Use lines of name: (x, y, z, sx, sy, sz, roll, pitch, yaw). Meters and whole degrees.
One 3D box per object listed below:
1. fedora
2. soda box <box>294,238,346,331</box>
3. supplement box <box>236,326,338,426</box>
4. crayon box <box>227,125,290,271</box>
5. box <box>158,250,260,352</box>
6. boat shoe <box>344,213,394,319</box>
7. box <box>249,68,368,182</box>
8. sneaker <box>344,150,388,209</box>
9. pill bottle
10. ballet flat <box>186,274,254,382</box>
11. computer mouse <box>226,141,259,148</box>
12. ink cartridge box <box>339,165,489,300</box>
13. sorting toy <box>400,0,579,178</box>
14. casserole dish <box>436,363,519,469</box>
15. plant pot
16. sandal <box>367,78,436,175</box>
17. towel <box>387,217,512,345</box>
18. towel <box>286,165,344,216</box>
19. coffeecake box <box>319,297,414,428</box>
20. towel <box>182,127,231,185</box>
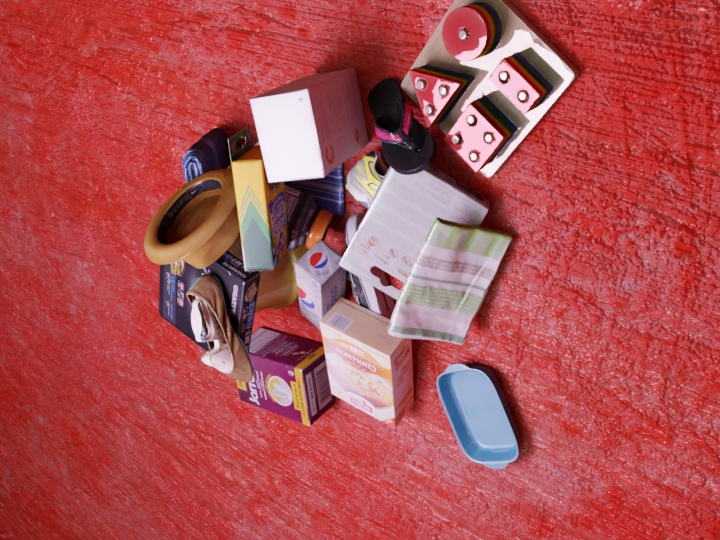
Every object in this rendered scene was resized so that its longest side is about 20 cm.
fedora: (-0.251, -0.071, 1.147, 0.198, 0.203, 0.082, 0, 141, 38)
soda box: (-0.069, 0.032, 1.277, 0.063, 0.068, 0.201, 39, 158, 17)
supplement box: (-0.155, 0.212, 1.470, 0.197, 0.103, 0.134, 10, 119, 36)
crayon box: (-0.154, -0.116, 1.124, 0.050, 0.126, 0.204, -2, 110, 8)
box: (-0.270, 0.043, 1.257, 0.197, 0.049, 0.203, 33, 130, 23)
boat shoe: (0.000, 0.000, 1.256, 0.070, 0.072, 0.204, -1, 113, 34)
box: (-0.071, -0.226, 1.101, 0.096, 0.200, 0.127, -3, 111, 22)
sneaker: (0.062, -0.109, 1.152, 0.199, 0.075, 0.077, 40, 122, 8)
pill bottle: (-0.149, -0.103, 1.254, 0.197, 0.107, 0.107, 23, 128, 0)
ballet flat: (-0.238, 0.108, 1.186, 0.067, 0.072, 0.204, -3, 111, 35)
computer mouse: (-0.175, -0.199, 1.291, 0.198, 0.043, 0.112, -9, 99, 52)
ink cartridge box: (0.081, -0.059, 1.112, 0.161, 0.057, 0.202, 30, 116, -1)
sorting toy: (0.159, -0.259, 0.998, 0.199, 0.069, 0.201, 48, 133, 10)
casserole dish: (0.207, 0.244, 1.237, 0.120, 0.039, 0.203, -15, 101, 43)
plant pot: (-0.207, -0.003, 1.345, 0.198, 0.188, 0.205, 19, 124, 30)
sandal: (0.049, -0.217, 1.054, 0.074, 0.045, 0.202, -32, 53, 13)
towel: (0.137, 0.023, 1.095, 0.031, 0.147, 0.203, 58, 133, 50)
towel: (-0.092, -0.199, 1.264, 0.143, 0.024, 0.204, 14, 120, 32)
coffeecake box: (0.015, 0.168, 1.299, 0.152, 0.073, 0.203, 23, 140, 28)
towel: (-0.275, -0.184, 1.303, 0.047, 0.201, 0.114, -6, 113, 7)
